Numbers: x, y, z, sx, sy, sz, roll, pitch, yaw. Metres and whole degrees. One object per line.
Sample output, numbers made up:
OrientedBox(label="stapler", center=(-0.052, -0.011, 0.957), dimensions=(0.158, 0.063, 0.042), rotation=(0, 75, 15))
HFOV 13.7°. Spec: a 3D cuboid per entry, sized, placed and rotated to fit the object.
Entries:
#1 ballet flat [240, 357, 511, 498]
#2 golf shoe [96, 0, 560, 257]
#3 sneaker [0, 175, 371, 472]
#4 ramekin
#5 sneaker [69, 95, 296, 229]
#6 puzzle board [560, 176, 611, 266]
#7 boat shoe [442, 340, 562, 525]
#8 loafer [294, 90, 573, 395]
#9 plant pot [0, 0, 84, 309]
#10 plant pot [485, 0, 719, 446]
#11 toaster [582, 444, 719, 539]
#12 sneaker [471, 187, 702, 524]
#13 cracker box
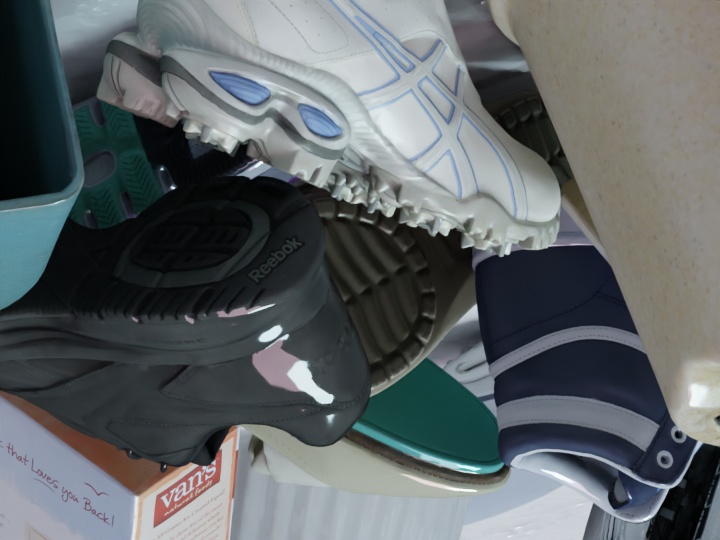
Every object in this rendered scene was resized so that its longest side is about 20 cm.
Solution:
OrientedBox(label="ballet flat", center=(-0.040, 0.038, 1.103), dimensions=(0.199, 0.070, 0.069), rotation=(32, 150, -5))
OrientedBox(label="golf shoe", center=(0.011, -0.065, 0.927), dimensions=(0.078, 0.098, 0.200), rotation=(19, 178, 37))
OrientedBox(label="sneaker", center=(-0.084, 0.024, 0.940), dimensions=(0.199, 0.076, 0.091), rotation=(4, 137, 38))
OrientedBox(label="ramekin", center=(-0.051, 0.100, 1.224), dimensions=(0.199, 0.106, 0.200), rotation=(8, 173, 1))
OrientedBox(label="sneaker", center=(-0.086, -0.021, 1.029), dimensions=(0.199, 0.075, 0.087), rotation=(-22, 165, 23))
OrientedBox(label="puzzle board", center=(0.189, -0.020, 0.995), dimensions=(0.199, 0.151, 0.017), rotation=(-31, 153, -13))
OrientedBox(label="boat shoe", center=(0.070, 0.061, 1.355), dimensions=(0.199, 0.066, 0.074), rotation=(-17, 137, 8))
OrientedBox(label="loafer", center=(0.000, 0.000, 1.066), dimensions=(0.199, 0.076, 0.068), rotation=(-27, -176, -35))
OrientedBox(label="plant pot", center=(-0.161, -0.046, 0.816), dimensions=(0.140, 0.142, 0.200), rotation=(-9, 165, -11))
OrientedBox(label="plant pot", center=(0.137, -0.052, 0.913), dimensions=(0.199, 0.184, 0.201), rotation=(-11, 160, -4))
OrientedBox(label="toaster", center=(0.164, 0.118, 1.402), dimensions=(0.113, 0.201, 0.129), rotation=(19, 156, 7))
OrientedBox(label="sneaker", center=(0.138, 0.029, 1.030), dimensions=(0.199, 0.109, 0.070), rotation=(0, 162, -1))
OrientedBox(label="cracker box", center=(-0.115, 0.108, 1.101), dimensions=(0.058, 0.134, 0.201), rotation=(-33, 144, -38))
